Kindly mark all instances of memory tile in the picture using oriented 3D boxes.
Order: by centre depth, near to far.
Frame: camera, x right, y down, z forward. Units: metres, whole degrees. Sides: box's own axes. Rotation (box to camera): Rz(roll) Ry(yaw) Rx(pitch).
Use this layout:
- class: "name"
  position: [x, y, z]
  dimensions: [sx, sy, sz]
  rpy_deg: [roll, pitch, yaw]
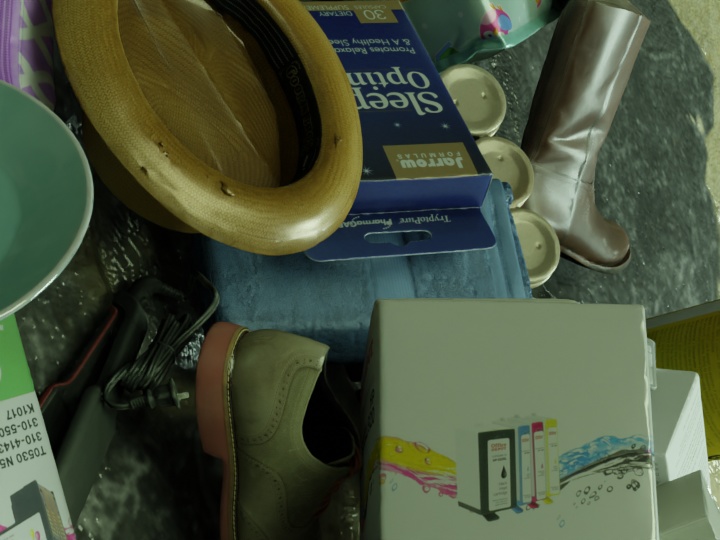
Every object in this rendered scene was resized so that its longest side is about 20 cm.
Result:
- class: "memory tile"
  position: [0.018, -0.041, 1.126]
  dimensions: [0.199, 0.017, 0.154]
  rpy_deg: [-14, 75, -24]

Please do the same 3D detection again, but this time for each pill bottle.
- class: "pill bottle"
  position: [0.260, 0.077, 1.316]
  dimensions: [0.112, 0.199, 0.113]
  rpy_deg: [22, 60, -45]

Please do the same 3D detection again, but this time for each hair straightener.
- class: "hair straightener"
  position: [-0.119, 0.065, 0.955]
  dimensions: [0.200, 0.077, 0.041]
  rpy_deg: [-59, 146, -48]

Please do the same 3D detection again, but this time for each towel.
- class: "towel"
  position: [0.000, 0.000, 1.068]
  dimensions: [0.199, 0.049, 0.112]
  rpy_deg: [-2, 70, -21]

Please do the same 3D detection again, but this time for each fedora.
- class: "fedora"
  position: [-0.092, -0.086, 0.970]
  dimensions: [0.200, 0.082, 0.201]
  rpy_deg: [24, 49, -30]

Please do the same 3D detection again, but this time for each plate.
- class: "plate"
  position: [-0.217, -0.026, 0.809]
  dimensions: [0.200, 0.199, 0.026]
  rpy_deg: [-57, 160, -45]

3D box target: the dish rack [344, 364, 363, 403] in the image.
- class: "dish rack"
  position: [0.071, 0.072, 1.203]
  dimensions: [0.200, 0.054, 0.154]
  rpy_deg: [-32, 102, -52]

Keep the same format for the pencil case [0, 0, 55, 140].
- class: "pencil case"
  position: [-0.187, -0.144, 0.936]
  dimensions: [0.084, 0.085, 0.201]
  rpy_deg: [13, 67, -40]

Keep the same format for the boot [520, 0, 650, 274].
- class: "boot"
  position: [0.168, -0.102, 1.294]
  dimensions: [0.186, 0.064, 0.201]
  rpy_deg: [-2, 110, -60]

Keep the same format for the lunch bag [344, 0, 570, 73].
- class: "lunch bag"
  position: [0.064, -0.227, 1.254]
  dimensions: [0.200, 0.122, 0.171]
  rpy_deg: [-32, 101, -59]

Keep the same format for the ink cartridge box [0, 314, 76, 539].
- class: "ink cartridge box"
  position: [-0.204, 0.128, 0.815]
  dimensions: [0.145, 0.084, 0.201]
  rpy_deg: [-15, 89, -52]

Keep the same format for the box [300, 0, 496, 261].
- class: "box"
  position: [-0.002, -0.087, 1.075]
  dimensions: [0.121, 0.032, 0.200]
  rpy_deg: [-4, 47, -22]

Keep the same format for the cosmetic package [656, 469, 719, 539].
- class: "cosmetic package"
  position: [0.132, 0.209, 1.100]
  dimensions: [0.073, 0.199, 0.104]
  rpy_deg: [-70, 136, -72]

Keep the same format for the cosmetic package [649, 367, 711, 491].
- class: "cosmetic package"
  position: [0.168, 0.164, 1.196]
  dimensions: [0.085, 0.107, 0.201]
  rpy_deg: [-57, 144, -46]

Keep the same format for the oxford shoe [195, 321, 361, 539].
- class: "oxford shoe"
  position: [-0.035, 0.115, 0.992]
  dimensions: [0.071, 0.074, 0.201]
  rpy_deg: [-71, 158, -45]

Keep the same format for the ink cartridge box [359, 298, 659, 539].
- class: "ink cartridge box"
  position: [0.073, 0.131, 0.981]
  dimensions: [0.147, 0.144, 0.201]
  rpy_deg: [100, -9, -69]

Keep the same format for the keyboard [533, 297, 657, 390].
- class: "keyboard"
  position: [0.091, 0.027, 1.148]
  dimensions: [0.199, 0.011, 0.056]
  rpy_deg: [19, 24, -4]
